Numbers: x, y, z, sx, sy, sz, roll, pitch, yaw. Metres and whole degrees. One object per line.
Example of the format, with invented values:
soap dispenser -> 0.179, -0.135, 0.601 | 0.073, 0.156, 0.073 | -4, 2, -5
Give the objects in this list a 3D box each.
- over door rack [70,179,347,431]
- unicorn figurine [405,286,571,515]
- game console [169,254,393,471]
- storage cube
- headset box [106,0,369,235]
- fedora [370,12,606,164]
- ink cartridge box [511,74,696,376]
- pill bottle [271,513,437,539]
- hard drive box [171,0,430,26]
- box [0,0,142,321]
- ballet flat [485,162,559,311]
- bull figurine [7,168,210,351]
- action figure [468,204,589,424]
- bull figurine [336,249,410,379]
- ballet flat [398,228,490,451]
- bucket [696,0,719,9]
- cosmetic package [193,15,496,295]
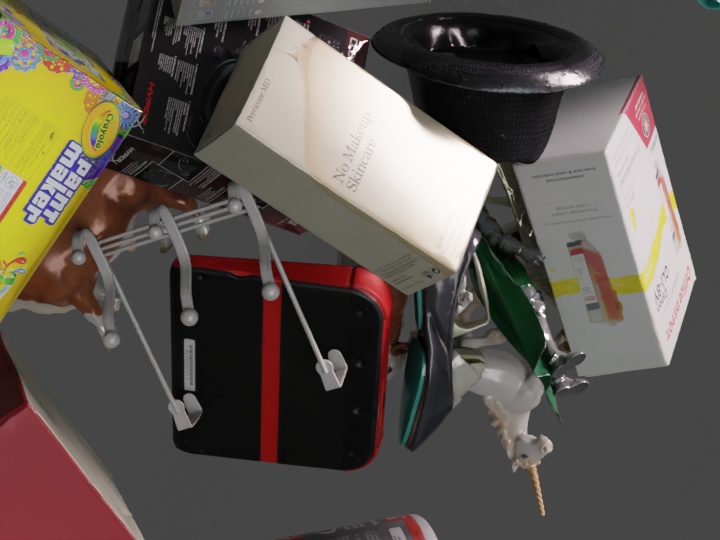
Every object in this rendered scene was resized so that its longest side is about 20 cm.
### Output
over door rack -> -0.113, 0.038, 1.386 | 0.146, 0.067, 0.201 | -16, 124, 18
unicorn figurine -> 0.125, 0.093, 1.573 | 0.199, 0.074, 0.138 | 36, 124, -7
game console -> -0.065, 0.076, 1.472 | 0.175, 0.031, 0.202 | 7, 126, 5
storage cube -> -0.290, 0.187, 1.411 | 0.179, 0.171, 0.201 | -37, 115, -5
headset box -> -0.087, -0.127, 1.388 | 0.198, 0.077, 0.151 | 18, 68, -24
fedora -> 0.095, -0.136, 1.414 | 0.198, 0.201, 0.093 | -2, 111, -18
ink cartridge box -> 0.206, -0.037, 1.509 | 0.083, 0.145, 0.202 | -7, 117, 25
pill bottle -> -0.032, 0.280, 1.560 | 0.198, 0.116, 0.117 | -8, 111, -16
hard drive box -> -0.049, -0.272, 1.342 | 0.198, 0.077, 0.158 | -7, 70, -15
box -> -0.275, -0.086, 1.309 | 0.121, 0.193, 0.201 | 33, 96, -25
ballet flat -> 0.137, -0.052, 1.544 | 0.062, 0.068, 0.202 | -10, 111, 17
bull figurine -> -0.214, -0.016, 1.426 | 0.200, 0.065, 0.121 | -47, 120, 4
action figure -> 0.122, 0.013, 1.474 | 0.054, 0.201, 0.119 | -22, 145, -7
bull figurine -> 0.000, 0.000, 1.492 | 0.120, 0.065, 0.202 | 7, 107, -30
ballet flat -> 0.069, 0.053, 1.459 | 0.072, 0.073, 0.202 | -4, 111, -17
bucket -> 0.321, -0.304, 1.469 | 0.205, 0.135, 0.210 | -6, 110, -16
cosmetic package -> -0.009, -0.081, 1.332 | 0.199, 0.073, 0.104 | 33, 62, -20
